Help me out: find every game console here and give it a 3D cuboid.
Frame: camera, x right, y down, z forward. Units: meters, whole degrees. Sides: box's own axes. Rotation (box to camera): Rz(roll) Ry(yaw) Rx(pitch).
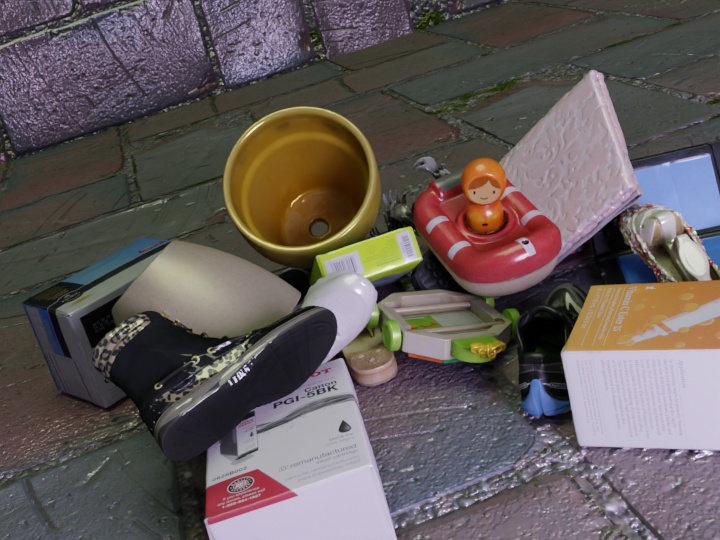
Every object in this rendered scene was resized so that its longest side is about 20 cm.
[{"bbox_3d":[0.362,-0.062,1.090,0.197,0.175,0.119,-12,-9,9],"label":"game console"}]

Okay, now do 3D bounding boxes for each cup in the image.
[{"bbox_3d":[-0.181,0.053,1.034,0.201,0.143,0.200,-48,7,8],"label":"cup"}]

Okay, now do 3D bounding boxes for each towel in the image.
[{"bbox_3d":[0.239,-0.108,1.151,0.200,0.032,0.193,-45,40,39],"label":"towel"}]

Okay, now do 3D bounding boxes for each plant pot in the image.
[{"bbox_3d":[-0.066,-0.086,1.284,0.198,0.203,0.189,-15,-20,2],"label":"plant pot"}]

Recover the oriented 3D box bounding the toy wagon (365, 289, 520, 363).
[{"bbox_3d":[0.094,0.063,1.036,0.153,0.040,0.200,-4,19,-18],"label":"toy wagon"}]

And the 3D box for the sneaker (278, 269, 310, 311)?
[{"bbox_3d":[-0.123,0.029,1.249,0.074,0.086,0.200,-6,23,23],"label":"sneaker"}]

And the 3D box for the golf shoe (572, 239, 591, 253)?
[{"bbox_3d":[0.259,-0.094,1.275,0.072,0.093,0.200,-14,20,4],"label":"golf shoe"}]

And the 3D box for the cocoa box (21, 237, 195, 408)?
[{"bbox_3d":[-0.299,0.060,1.230,0.130,0.135,0.199,7,31,45],"label":"cocoa box"}]

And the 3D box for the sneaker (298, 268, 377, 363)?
[{"bbox_3d":[-0.055,0.080,1.028,0.200,0.076,0.081,-45,10,31],"label":"sneaker"}]

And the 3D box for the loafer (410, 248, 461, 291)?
[{"bbox_3d":[0.135,-0.020,1.231,0.200,0.068,0.070,-35,-5,-34],"label":"loafer"}]

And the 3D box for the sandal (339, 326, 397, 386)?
[{"bbox_3d":[-0.014,0.060,1.119,0.077,0.071,0.212,-20,22,-13],"label":"sandal"}]

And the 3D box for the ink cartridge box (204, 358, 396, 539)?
[{"bbox_3d":[-0.060,0.174,0.856,0.145,0.084,0.200,-18,22,-2],"label":"ink cartridge box"}]

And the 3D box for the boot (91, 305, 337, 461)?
[{"bbox_3d":[-0.137,0.070,0.897,0.203,0.074,0.153,-35,45,-27],"label":"boot"}]

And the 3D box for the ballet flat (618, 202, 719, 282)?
[{"bbox_3d":[0.331,-0.023,1.004,0.075,0.064,0.201,-22,43,-2],"label":"ballet flat"}]

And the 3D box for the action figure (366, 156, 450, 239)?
[{"bbox_3d":[0.084,-0.087,1.286,0.199,0.102,0.119,-34,6,48],"label":"action figure"}]

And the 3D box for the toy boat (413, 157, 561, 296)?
[{"bbox_3d":[0.143,-0.068,1.095,0.129,0.132,0.200,-23,44,-14],"label":"toy boat"}]

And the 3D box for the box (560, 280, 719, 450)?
[{"bbox_3d":[0.288,0.079,0.824,0.197,0.099,0.124,-4,24,28],"label":"box"}]

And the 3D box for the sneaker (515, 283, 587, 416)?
[{"bbox_3d":[0.196,0.062,0.948,0.070,0.084,0.200,-5,24,24],"label":"sneaker"}]

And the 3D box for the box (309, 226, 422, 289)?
[{"bbox_3d":[0.000,0.000,1.200,0.120,0.048,0.200,-18,-6,-8],"label":"box"}]
